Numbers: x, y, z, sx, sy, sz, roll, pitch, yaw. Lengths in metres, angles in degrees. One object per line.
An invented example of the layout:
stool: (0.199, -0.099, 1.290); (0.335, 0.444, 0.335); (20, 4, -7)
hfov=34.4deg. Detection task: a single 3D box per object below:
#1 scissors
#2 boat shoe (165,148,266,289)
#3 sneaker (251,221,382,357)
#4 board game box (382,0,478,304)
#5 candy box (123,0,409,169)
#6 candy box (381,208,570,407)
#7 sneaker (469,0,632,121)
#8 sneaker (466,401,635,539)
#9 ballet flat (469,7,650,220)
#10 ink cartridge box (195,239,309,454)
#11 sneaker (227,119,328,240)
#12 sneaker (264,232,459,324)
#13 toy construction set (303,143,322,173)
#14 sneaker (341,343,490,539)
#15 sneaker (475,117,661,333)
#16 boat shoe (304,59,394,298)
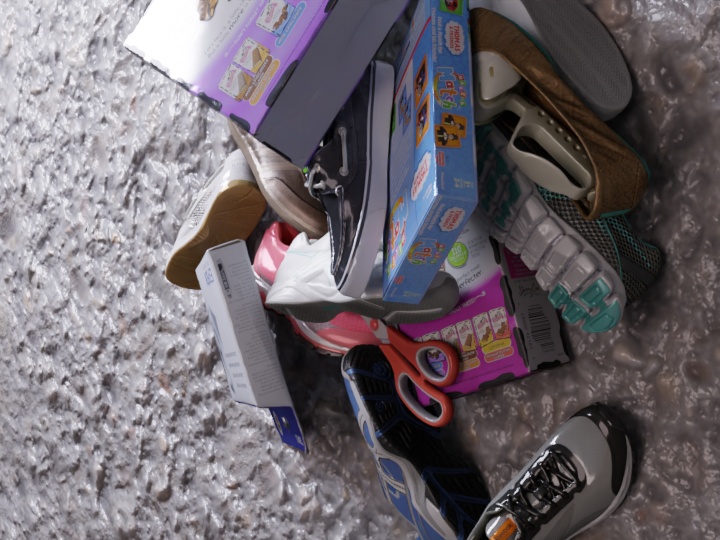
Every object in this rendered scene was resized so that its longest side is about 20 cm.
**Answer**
scissors: (0.018, 0.061, 1.022); (0.199, 0.014, 0.074); (36, 122, 40)
boat shoe: (-0.150, -0.052, 1.225); (0.200, 0.070, 0.070); (-47, 36, 45)
sneaker: (-0.039, 0.016, 1.111); (0.199, 0.073, 0.088); (32, 114, 38)
board game box: (0.049, -0.099, 0.896); (0.152, 0.036, 0.203); (116, 159, -58)
candy box: (-0.079, -0.204, 0.944); (0.199, 0.071, 0.169); (36, 94, 40)
candy box: (0.087, 0.001, 0.993); (0.135, 0.060, 0.204); (-23, 79, 46)
sneaker: (0.128, -0.171, 0.941); (0.201, 0.073, 0.116); (54, 142, 21)
sneaker: (0.149, 0.190, 0.940); (0.074, 0.079, 0.202); (50, 124, 31)
ballet flat: (0.125, -0.112, 0.859); (0.201, 0.072, 0.068); (50, 150, 13)
ink cartridge box: (-0.110, 0.081, 1.122); (0.199, 0.040, 0.203); (153, 99, -78)
sneaker: (-0.064, -0.114, 1.125); (0.201, 0.070, 0.076); (52, 125, 27)
sneaker: (0.000, 0.000, 0.994); (0.198, 0.070, 0.082); (1, 70, 39)
toy construction set: (-0.048, -0.160, 1.044); (0.200, 0.092, 0.131); (42, 156, 1)
sneaker: (0.034, 0.161, 1.034); (0.077, 0.075, 0.202); (-33, 85, 48)
sneaker: (0.154, -0.047, 0.903); (0.201, 0.090, 0.078); (55, 148, 16)
boat shoe: (-0.015, -0.079, 0.935); (0.072, 0.067, 0.204); (142, 135, -70)
